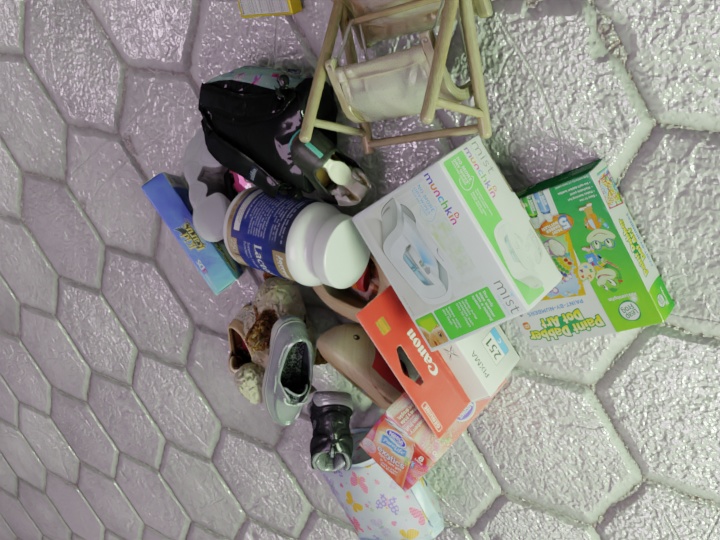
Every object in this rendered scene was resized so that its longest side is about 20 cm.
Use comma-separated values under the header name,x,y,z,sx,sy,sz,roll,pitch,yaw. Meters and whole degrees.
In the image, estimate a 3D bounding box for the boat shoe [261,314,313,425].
name,x,y,z,sx,sy,sz,roll,pitch,yaw
boat shoe,-0.107,0.167,1.313,0.072,0.069,0.204,-122,32,-51

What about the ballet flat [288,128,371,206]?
name,x,y,z,sx,sy,sz,roll,pitch,yaw
ballet flat,-0.030,-0.120,1.137,0.068,0.200,0.068,37,94,25

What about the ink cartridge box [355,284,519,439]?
name,x,y,z,sx,sy,sz,roll,pitch,yaw
ink cartridge box,0.108,0.089,1.153,0.044,0.176,0.202,-28,99,47

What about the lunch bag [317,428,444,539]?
name,x,y,z,sx,sy,sz,roll,pitch,yaw
lunch bag,0.045,0.355,1.436,0.171,0.127,0.199,59,149,-8

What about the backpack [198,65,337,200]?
name,x,y,z,sx,sy,sz,roll,pitch,yaw
backpack,-0.128,-0.204,1.198,0.198,0.126,0.170,21,119,31

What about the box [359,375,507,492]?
name,x,y,z,sx,sy,sz,roll,pitch,yaw
box,0.104,0.196,1.214,0.095,0.199,0.103,43,137,10

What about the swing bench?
name,x,y,z,sx,sy,sz,roll,pitch,yaw
swing bench,0.040,-0.251,1.002,0.197,0.129,0.204,0,88,43

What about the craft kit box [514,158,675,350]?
name,x,y,z,sx,sy,sz,roll,pitch,yaw
craft kit box,0.249,-0.011,1.060,0.199,0.048,0.199,-20,106,47

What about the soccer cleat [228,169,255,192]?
name,x,y,z,sx,sy,sz,roll,pitch,yaw
soccer cleat,-0.129,-0.103,1.324,0.085,0.070,0.203,-12,111,26

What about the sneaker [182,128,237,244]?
name,x,y,z,sx,sy,sz,roll,pitch,yaw
sneaker,-0.216,-0.119,1.352,0.074,0.203,0.114,-17,154,14

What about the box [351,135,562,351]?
name,x,y,z,sx,sy,sz,roll,pitch,yaw
box,0.117,-0.029,1.061,0.176,0.096,0.202,-28,95,49

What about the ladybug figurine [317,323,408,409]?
name,x,y,z,sx,sy,sz,roll,pitch,yaw
ladybug figurine,0.014,0.142,1.305,0.135,0.072,0.200,31,168,42

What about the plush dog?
name,x,y,z,sx,sy,sz,roll,pitch,yaw
plush dog,-0.126,0.092,1.394,0.157,0.202,0.174,-4,132,6

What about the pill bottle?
name,x,y,z,sx,sy,sz,roll,pitch,yaw
pill bottle,-0.087,-0.044,1.196,0.198,0.115,0.117,16,128,40

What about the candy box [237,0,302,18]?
name,x,y,z,sx,sy,sz,roll,pitch,yaw
candy box,-0.138,-0.432,1.122,0.101,0.026,0.203,13,125,41

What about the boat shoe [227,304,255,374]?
name,x,y,z,sx,sy,sz,roll,pitch,yaw
boat shoe,-0.207,0.159,1.563,0.073,0.069,0.203,19,129,31

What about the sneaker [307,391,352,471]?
name,x,y,z,sx,sy,sz,roll,pitch,yaw
sneaker,-0.050,0.265,1.390,0.074,0.116,0.200,2,161,-3

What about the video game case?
name,x,y,z,sx,sy,sz,roll,pitch,yaw
video game case,-0.264,-0.061,1.402,0.201,0.045,0.181,56,180,-6

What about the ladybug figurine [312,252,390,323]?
name,x,y,z,sx,sy,sz,roll,pitch,yaw
ladybug figurine,0.000,0.000,1.253,0.198,0.071,0.138,26,116,34
